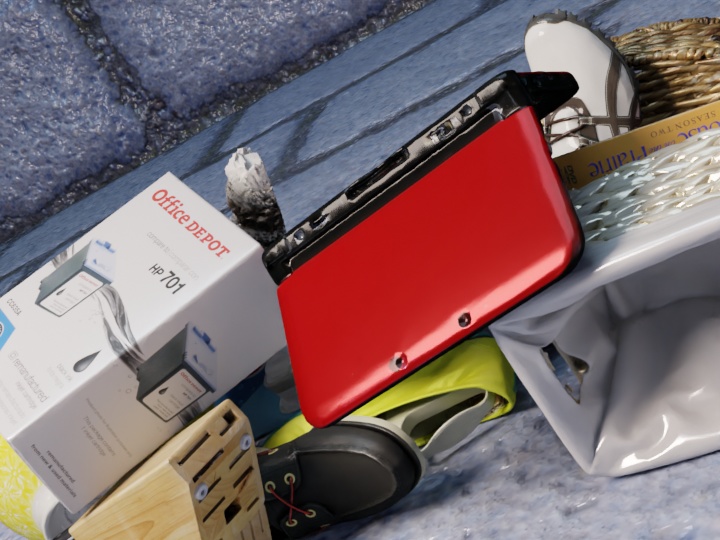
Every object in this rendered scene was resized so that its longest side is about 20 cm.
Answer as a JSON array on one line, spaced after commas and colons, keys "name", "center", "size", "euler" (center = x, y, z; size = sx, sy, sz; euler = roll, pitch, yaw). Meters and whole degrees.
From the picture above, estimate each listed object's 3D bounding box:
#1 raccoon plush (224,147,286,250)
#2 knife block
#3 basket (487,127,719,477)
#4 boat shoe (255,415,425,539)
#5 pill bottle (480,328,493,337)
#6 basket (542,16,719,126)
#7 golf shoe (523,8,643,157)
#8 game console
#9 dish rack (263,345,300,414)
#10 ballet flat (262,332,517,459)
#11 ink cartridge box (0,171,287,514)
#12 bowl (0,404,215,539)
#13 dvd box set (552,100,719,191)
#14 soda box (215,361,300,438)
[{"name": "raccoon plush", "center": [-0.122, -0.001, 1.030], "size": [0.134, 0.200, 0.097], "euler": [-23, 35, -9]}, {"name": "knife block", "center": [-0.146, 0.158, 0.857], "size": [0.175, 0.200, 0.064], "euler": [15, 40, 27]}, {"name": "basket", "center": [0.189, 0.007, 0.720], "size": [0.200, 0.136, 0.123], "euler": [-24, 25, 27]}, {"name": "boat shoe", "center": [-0.042, 0.146, 0.862], "size": [0.201, 0.074, 0.063], "euler": [-19, 17, 41]}, {"name": "pill bottle", "center": [0.091, -0.009, 1.006], "size": [0.120, 0.120, 0.200], "euler": [-31, 16, 2]}, {"name": "basket", "center": [0.234, -0.132, 1.071], "size": [0.200, 0.143, 0.149], "euler": [-21, 20, 33]}, {"name": "golf shoe", "center": [0.166, -0.093, 0.964], "size": [0.078, 0.200, 0.094], "euler": [-14, 18, 47]}, {"name": "game console", "center": [0.052, -0.016, 0.775], "size": [0.200, 0.119, 0.172], "euler": [-35, -8, 27]}, {"name": "dish rack", "center": [0.000, 0.000, 0.948], "size": [0.172, 0.044, 0.200], "euler": [-30, 30, 52]}, {"name": "ballet flat", "center": [0.019, 0.110, 0.900], "size": [0.200, 0.067, 0.067], "euler": [-27, 45, 11]}, {"name": "ink cartridge box", "center": [-0.159, 0.043, 0.881], "size": [0.200, 0.086, 0.146], "euler": [-40, 39, -12]}, {"name": "bowl", "center": [-0.203, 0.152, 0.995], "size": [0.200, 0.200, 0.108], "euler": [-29, 39, 7]}, {"name": "dvd box set", "center": [0.224, -0.090, 0.806], "size": [0.200, 0.029, 0.146], "euler": [-18, 1, 24]}, {"name": "soda box", "center": [-0.079, 0.092, 1.110], "size": [0.200, 0.068, 0.064], "euler": [-27, 16, 15]}]
